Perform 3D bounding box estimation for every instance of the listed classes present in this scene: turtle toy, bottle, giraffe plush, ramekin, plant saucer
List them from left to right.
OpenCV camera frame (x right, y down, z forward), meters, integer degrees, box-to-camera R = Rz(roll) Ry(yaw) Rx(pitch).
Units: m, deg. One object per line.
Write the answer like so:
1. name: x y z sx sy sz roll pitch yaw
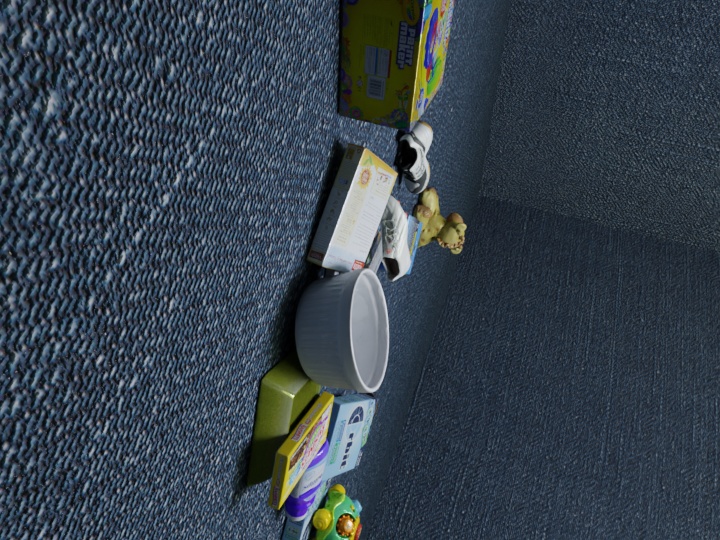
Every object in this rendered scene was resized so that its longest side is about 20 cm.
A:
1. plant saucer: -0.116 0.238 1.004 0.200 0.047 0.202 -39 143 -67
2. bottle: -0.112 0.400 1.141 0.083 0.065 0.202 -25 137 -47
3. turtle toy: -0.053 0.596 1.340 0.146 0.100 0.202 -34 137 -71
4. ramekin: -0.029 0.101 0.988 0.200 0.104 0.203 -5 90 -70
5. giraffe plush: 0.244 -0.133 1.797 0.173 0.160 0.202 44 62 -75

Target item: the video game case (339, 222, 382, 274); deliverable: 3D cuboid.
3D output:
1. video game case: 0.000 0.000 1.180 0.183 0.023 0.201 84 26 -58

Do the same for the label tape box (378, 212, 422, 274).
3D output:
1. label tape box: 0.096 -0.067 1.486 0.200 0.063 0.146 5 100 -76

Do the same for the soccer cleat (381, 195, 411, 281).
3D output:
1. soccer cleat: 0.070 -0.069 1.307 0.078 0.069 0.202 -47 133 -42

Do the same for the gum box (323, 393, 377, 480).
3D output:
1. gum box: -0.039 0.374 1.352 0.200 0.044 0.172 17 88 -65

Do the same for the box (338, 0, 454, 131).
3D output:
1. box: 0.058 -0.355 0.905 0.193 0.121 0.202 -60 161 -46

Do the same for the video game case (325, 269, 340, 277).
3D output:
1. video game case: -0.019 -0.057 1.126 0.182 0.023 0.202 -47 149 -63

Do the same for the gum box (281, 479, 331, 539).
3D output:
1. gum box: -0.126 0.566 1.322 0.170 0.044 0.202 3 102 -76

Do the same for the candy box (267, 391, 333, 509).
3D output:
1. candy box: -0.096 0.293 0.989 0.200 0.026 0.103 -42 148 -65

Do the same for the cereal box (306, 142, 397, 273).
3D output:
1. cereal box: -0.011 -0.095 1.000 0.144 0.039 0.202 20 91 -64

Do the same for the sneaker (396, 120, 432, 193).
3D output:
1. sneaker: 0.114 -0.252 1.388 0.088 0.075 0.201 -46 150 -30

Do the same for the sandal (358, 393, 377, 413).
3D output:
1. sandal: -0.015 0.368 1.535 0.200 0.081 0.055 -41 122 -55
